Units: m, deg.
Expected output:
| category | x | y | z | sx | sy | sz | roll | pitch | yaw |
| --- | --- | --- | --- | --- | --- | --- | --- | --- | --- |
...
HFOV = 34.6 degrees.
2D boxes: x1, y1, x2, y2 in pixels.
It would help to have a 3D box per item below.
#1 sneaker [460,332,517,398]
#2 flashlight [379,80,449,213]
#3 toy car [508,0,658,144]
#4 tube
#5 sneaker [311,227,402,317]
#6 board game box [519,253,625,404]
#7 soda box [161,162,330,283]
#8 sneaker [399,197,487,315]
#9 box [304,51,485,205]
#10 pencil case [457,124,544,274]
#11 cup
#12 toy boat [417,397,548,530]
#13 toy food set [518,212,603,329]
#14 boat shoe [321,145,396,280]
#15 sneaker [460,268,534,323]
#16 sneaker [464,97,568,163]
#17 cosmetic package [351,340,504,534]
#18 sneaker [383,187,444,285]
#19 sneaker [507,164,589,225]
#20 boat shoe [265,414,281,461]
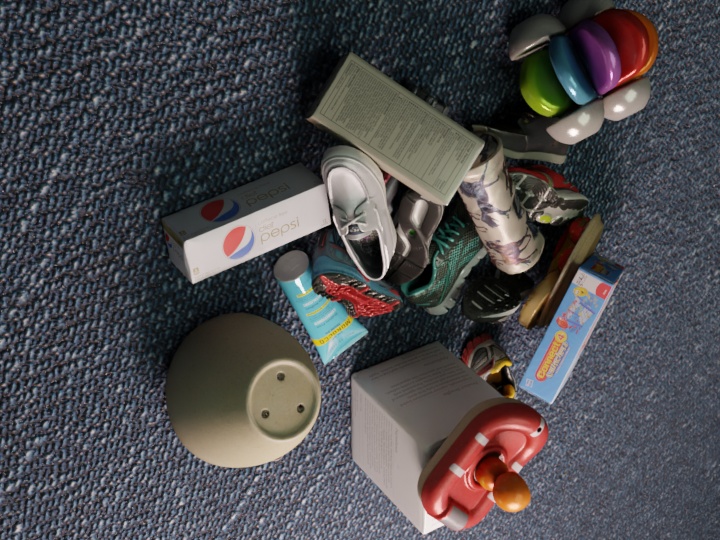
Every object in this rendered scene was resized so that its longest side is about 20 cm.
| category | x | y | z | sx | sy | sz | roll | pitch | yaw |
| --- | --- | --- | --- | --- | --- | --- | --- | --- | --- |
| sneaker | 0.202 | 0.200 | 1.828 | 0.077 | 0.082 | 0.202 | -24 | 130 | -23 |
| flashlight | 0.037 | -0.145 | 1.506 | 0.068 | 0.068 | 0.201 | 20 | 108 | -47 |
| toy car | 0.307 | -0.278 | 1.527 | 0.199 | 0.150 | 0.176 | -27 | 91 | -21 |
| tube | -0.056 | 0.052 | 1.570 | 0.077 | 0.051 | 0.200 | -32 | 137 | -1 |
| sneaker | 0.000 | 0.000 | 1.548 | 0.079 | 0.097 | 0.200 | -12 | 157 | 20 |
| board game box | 0.321 | 0.082 | 1.738 | 0.201 | 0.056 | 0.196 | -65 | 167 | 13 |
| soda box | -0.138 | -0.060 | 1.417 | 0.199 | 0.068 | 0.064 | -25 | 130 | -23 |
| sneaker | 0.122 | -0.030 | 1.623 | 0.091 | 0.077 | 0.202 | 10 | 108 | -48 |
| box | 0.041 | -0.170 | 1.407 | 0.199 | 0.078 | 0.095 | 34 | 89 | -11 |
| pencil case | 0.180 | -0.094 | 1.541 | 0.201 | 0.077 | 0.090 | 60 | 36 | -35 |
| cup | -0.128 | 0.157 | 1.457 | 0.198 | 0.143 | 0.203 | 0 | 91 | -30 |
| toy boat | 0.180 | 0.271 | 1.543 | 0.201 | 0.131 | 0.130 | -52 | 132 | 0 |
| toy food set | 0.307 | 0.000 | 1.751 | 0.201 | 0.048 | 0.198 | -65 | 167 | 12 |
| boat shoe | -0.003 | -0.066 | 1.424 | 0.071 | 0.069 | 0.201 | -2 | 140 | 11 |
| sneaker | 0.196 | 0.050 | 1.698 | 0.080 | 0.074 | 0.200 | -59 | 163 | 23 |
| sneaker | 0.221 | -0.213 | 1.601 | 0.199 | 0.075 | 0.107 | 1 | 109 | -44 |
| cosmetic package | 0.104 | 0.240 | 1.696 | 0.164 | 0.200 | 0.166 | -18 | 126 | -26 |
| sneaker | 0.081 | -0.072 | 1.571 | 0.116 | 0.075 | 0.201 | -61 | 179 | -41 |
| sneaker | 0.244 | -0.117 | 1.659 | 0.199 | 0.085 | 0.077 | 13 | 129 | -48 |
| boat shoe | -0.165 | 0.197 | 1.553 | 0.075 | 0.075 | 0.202 | -50 | 134 | 0 |
